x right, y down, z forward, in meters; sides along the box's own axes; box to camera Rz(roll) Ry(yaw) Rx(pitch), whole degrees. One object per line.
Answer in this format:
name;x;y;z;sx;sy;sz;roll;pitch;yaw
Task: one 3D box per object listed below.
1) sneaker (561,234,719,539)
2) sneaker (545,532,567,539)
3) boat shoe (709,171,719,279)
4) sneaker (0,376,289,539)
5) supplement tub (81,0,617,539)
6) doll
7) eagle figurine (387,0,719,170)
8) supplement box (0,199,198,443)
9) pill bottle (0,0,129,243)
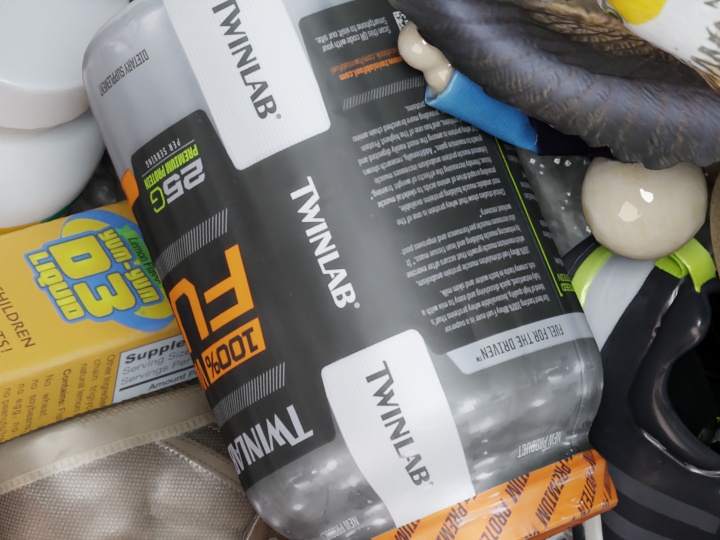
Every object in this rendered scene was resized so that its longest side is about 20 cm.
sneaker;0.116;0.078;0.926;0.083;0.072;0.201;12;131;48
sneaker;0.022;0.097;1.001;0.200;0.073;0.080;42;161;50
boat shoe;0.183;0.039;0.851;0.072;0.067;0.200;-45;73;15
sneaker;-0.031;0.068;0.958;0.070;0.199;0.076;164;90;-73
supplement tub;0.000;0.000;0.876;0.122;0.122;0.201;-32;77;47
doll;0.074;-0.094;0.820;0.135;0.049;0.201;-12;114;-1
eagle figurine;0.102;-0.070;0.717;0.151;0.151;0.200;52;-177;-44
supplement box;-0.115;0.027;0.975;0.067;0.199;0.069;54;145;31
pill bottle;-0.158;-0.045;1.018;0.113;0.113;0.200;41;138;2
